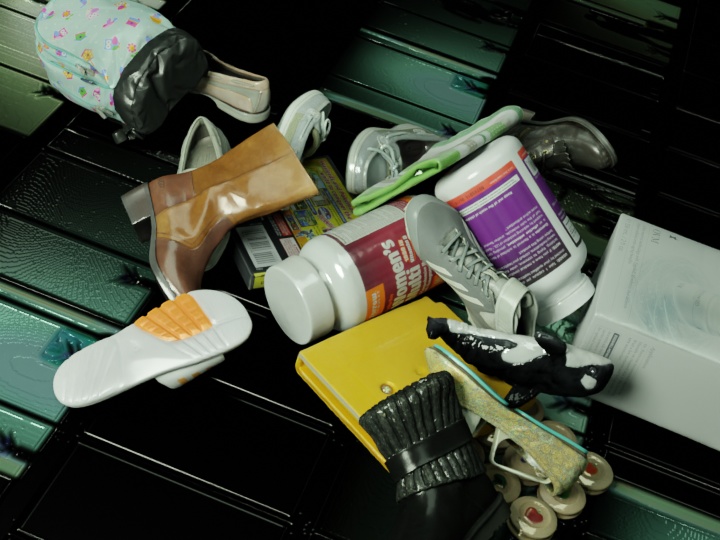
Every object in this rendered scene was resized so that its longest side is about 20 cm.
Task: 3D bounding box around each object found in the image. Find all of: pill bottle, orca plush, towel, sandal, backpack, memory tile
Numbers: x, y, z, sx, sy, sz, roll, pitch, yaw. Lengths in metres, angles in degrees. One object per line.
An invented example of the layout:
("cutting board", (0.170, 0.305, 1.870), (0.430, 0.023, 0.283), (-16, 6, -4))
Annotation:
("pill bottle", (0.177, -0.042, 1.327), (0.112, 0.112, 0.201), (-40, 99, -44))
("orca plush", (0.158, 0.103, 1.213), (0.198, 0.105, 0.072), (19, 71, -15))
("pill bottle", (0.000, 0.000, 1.309), (0.199, 0.110, 0.110), (-26, 55, -29))
("towel", (0.089, -0.131, 1.365), (0.200, 0.149, 0.031), (-34, 94, -48))
("sandal", (-0.208, 0.086, 1.199), (0.205, 0.059, 0.080), (-22, 59, -9))
("backpack", (-0.314, -0.272, 1.502), (0.199, 0.127, 0.167), (25, 54, 22))
("memory tile", (0.154, 0.183, 1.230), (0.153, 0.017, 0.200), (-26, 55, -38))

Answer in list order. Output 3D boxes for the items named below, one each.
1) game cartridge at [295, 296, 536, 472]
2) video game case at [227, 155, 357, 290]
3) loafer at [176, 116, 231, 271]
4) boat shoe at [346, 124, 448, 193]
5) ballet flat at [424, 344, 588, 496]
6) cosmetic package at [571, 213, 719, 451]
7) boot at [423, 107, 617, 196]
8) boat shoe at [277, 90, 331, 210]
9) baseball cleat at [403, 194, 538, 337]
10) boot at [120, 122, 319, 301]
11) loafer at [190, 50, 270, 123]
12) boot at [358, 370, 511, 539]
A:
("game cartridge", (0.060, 0.116, 1.244), (0.199, 0.033, 0.176), (-20, 52, -37))
("video game case", (-0.083, -0.063, 1.426), (0.179, 0.026, 0.201), (-8, 45, -25))
("loafer", (-0.186, -0.089, 1.365), (0.069, 0.070, 0.202), (-10, 53, 10))
("boat shoe", (0.047, -0.140, 1.480), (0.064, 0.075, 0.201), (11, 18, 28))
("ballet flat", (0.133, 0.153, 1.169), (0.199, 0.071, 0.071), (36, 41, -4))
("cosmetic package", (0.354, 0.066, 1.344), (0.198, 0.124, 0.200), (22, 41, 6))
("boot", (0.190, -0.108, 1.422), (0.199, 0.069, 0.174), (20, 62, 45))
("boat shoe", (-0.078, -0.147, 1.453), (0.064, 0.075, 0.203), (25, 44, 5))
("baseball cleat", (0.128, -0.001, 1.262), (0.070, 0.200, 0.106), (-48, 24, -21))
("boot", (-0.137, -0.045, 1.289), (0.198, 0.069, 0.189), (-24, 62, -8))
("loafer", (-0.202, -0.268, 1.590), (0.199, 0.063, 0.072), (29, 41, 15))
("boot", (0.042, 0.198, 1.075), (0.211, 0.079, 0.159), (-33, 100, -50))
